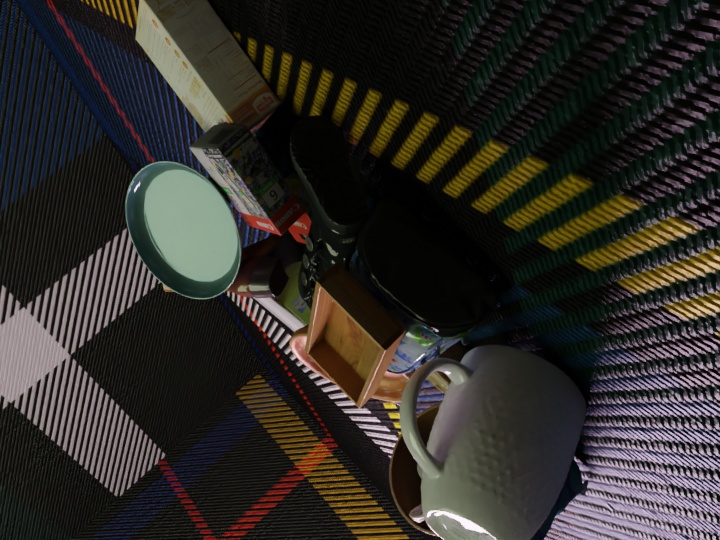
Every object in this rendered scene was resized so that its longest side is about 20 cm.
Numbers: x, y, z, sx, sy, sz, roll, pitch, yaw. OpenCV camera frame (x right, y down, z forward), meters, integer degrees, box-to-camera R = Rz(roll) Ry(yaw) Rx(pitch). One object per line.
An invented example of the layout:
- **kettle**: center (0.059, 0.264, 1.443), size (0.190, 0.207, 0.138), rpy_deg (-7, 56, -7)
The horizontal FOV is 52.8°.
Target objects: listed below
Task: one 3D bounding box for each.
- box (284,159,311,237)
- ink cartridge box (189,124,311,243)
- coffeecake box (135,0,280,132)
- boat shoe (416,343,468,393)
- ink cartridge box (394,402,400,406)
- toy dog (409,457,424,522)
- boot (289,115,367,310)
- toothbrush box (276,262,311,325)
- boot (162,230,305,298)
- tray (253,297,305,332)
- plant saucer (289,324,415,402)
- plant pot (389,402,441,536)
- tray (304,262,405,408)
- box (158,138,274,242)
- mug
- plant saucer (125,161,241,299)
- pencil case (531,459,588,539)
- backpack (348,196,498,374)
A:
- **box**: center (-0.055, -0.056, 1.037), size (0.117, 0.048, 0.202), rpy_deg (45, 164, 52)
- **ink cartridge box**: center (-0.128, -0.092, 0.936), size (0.108, 0.050, 0.201), rpy_deg (18, 147, 57)
- **coffeecake box**: center (-0.206, -0.266, 0.962), size (0.201, 0.073, 0.153), rpy_deg (54, 163, -10)
- **boat shoe**: center (0.089, 0.105, 0.963), size (0.200, 0.073, 0.069), rpy_deg (47, 159, 12)
- **ink cartridge box**: center (-0.008, 0.166, 1.267), size (0.197, 0.040, 0.100), rpy_deg (27, -173, -7)
- **toy dog**: center (0.121, 0.224, 0.935), size (0.199, 0.132, 0.097), rpy_deg (-38, 91, 33)
- **boot**: center (-0.046, -0.054, 0.859), size (0.202, 0.064, 0.167), rpy_deg (99, 158, -56)
- **toothbrush box**: center (-0.051, 0.064, 1.192), size (0.199, 0.087, 0.145), rpy_deg (34, 174, 44)
- **boot**: center (-0.184, -0.026, 1.123), size (0.196, 0.190, 0.069), rpy_deg (2, 137, 25)
- **tray**: center (-0.142, 0.059, 1.202), size (0.199, 0.022, 0.107), rpy_deg (42, 175, -15)
- **plant saucer**: center (-0.005, 0.126, 1.028), size (0.196, 0.038, 0.201), rpy_deg (19, 154, 10)
- **plant pot**: center (0.166, 0.324, 1.098), size (0.186, 0.187, 0.200), rpy_deg (36, 173, 41)
- **tray**: center (-0.011, 0.078, 0.803), size (0.099, 0.037, 0.201), rpy_deg (44, 155, 14)
- **box**: center (-0.234, -0.116, 1.155), size (0.050, 0.200, 0.157), rpy_deg (48, 166, -11)
- **mug**: center (0.120, 0.176, 0.741), size (0.200, 0.177, 0.147), rpy_deg (42, 146, -14)
- **plant saucer**: center (-0.244, -0.058, 1.015), size (0.196, 0.027, 0.204), rpy_deg (13, 120, 23)
- **pencil case**: center (0.191, 0.284, 0.852), size (0.084, 0.199, 0.095), rpy_deg (12, 115, 36)
- **backpack**: center (0.054, 0.033, 0.815), size (0.163, 0.154, 0.200), rpy_deg (41, 177, 8)
